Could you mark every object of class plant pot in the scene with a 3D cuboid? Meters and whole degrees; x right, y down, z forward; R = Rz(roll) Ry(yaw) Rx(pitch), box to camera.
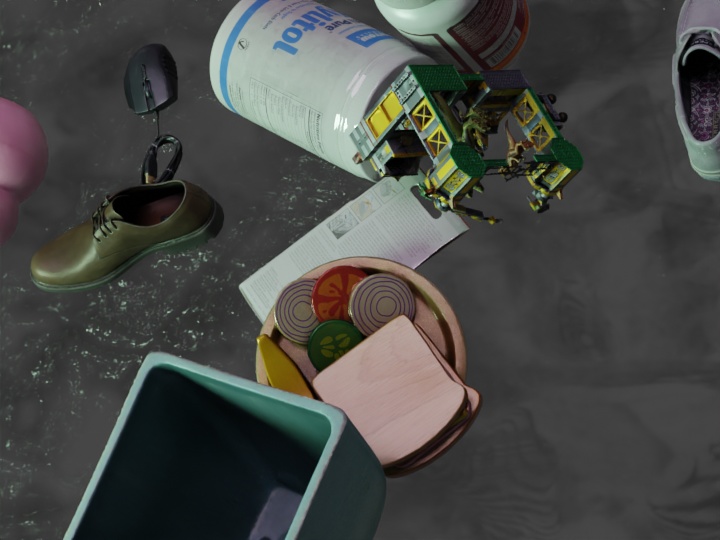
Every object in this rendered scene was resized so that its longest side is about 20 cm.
[{"bbox_3d":[-0.088,0.211,1.544,0.196,0.200,0.196,15,73,30],"label":"plant pot"}]

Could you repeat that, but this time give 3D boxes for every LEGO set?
[{"bbox_3d":[0.087,-0.100,1.684,0.154,0.200,0.116,56,130,16],"label":"LEGO set"}]

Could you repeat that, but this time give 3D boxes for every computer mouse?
[{"bbox_3d":[-0.210,-0.157,1.902,0.058,0.034,0.200,-20,48,11],"label":"computer mouse"}]

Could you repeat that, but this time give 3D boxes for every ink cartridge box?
[{"bbox_3d":[0.000,0.000,1.724,0.200,0.050,0.109,-37,54,-1],"label":"ink cartridge box"}]

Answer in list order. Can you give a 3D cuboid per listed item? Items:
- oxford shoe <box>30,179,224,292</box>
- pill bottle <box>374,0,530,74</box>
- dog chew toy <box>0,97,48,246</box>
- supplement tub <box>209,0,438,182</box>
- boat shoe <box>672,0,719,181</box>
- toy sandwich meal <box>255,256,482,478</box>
[{"bbox_3d":[-0.239,-0.042,1.833,0.200,0.084,0.073,-24,57,11],"label":"oxford shoe"},{"bbox_3d":[0.075,-0.255,1.735,0.109,0.200,0.110,-7,72,22],"label":"pill bottle"},{"bbox_3d":[-0.391,-0.073,1.900,0.124,0.125,0.200,12,76,29],"label":"dog chew toy"},{"bbox_3d":[-0.033,-0.177,1.791,0.200,0.132,0.132,28,76,33],"label":"supplement tub"},{"bbox_3d":[0.311,-0.179,1.676,0.070,0.072,0.201,-8,59,19],"label":"boat shoe"},{"bbox_3d":[0.002,0.082,1.629,0.205,0.070,0.206,-1,81,6],"label":"toy sandwich meal"}]
